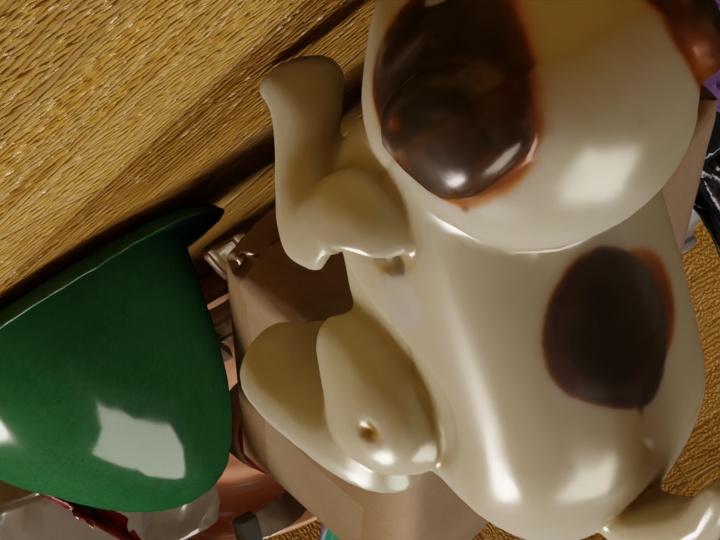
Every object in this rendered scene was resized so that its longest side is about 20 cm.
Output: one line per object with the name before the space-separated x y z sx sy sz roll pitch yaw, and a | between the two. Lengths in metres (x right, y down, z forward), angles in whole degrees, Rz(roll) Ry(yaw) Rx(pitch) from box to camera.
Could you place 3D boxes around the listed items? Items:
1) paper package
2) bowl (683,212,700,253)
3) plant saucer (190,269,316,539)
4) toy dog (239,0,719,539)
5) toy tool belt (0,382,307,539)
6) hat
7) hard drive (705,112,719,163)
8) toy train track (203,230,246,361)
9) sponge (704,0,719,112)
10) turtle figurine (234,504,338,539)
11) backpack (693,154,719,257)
paper package | 0.044 0.010 1.028 0.191 0.103 0.200 -43 160 -21
bowl | 0.132 -0.043 1.412 0.200 0.091 0.201 -18 -177 1
plant saucer | -0.050 0.060 1.302 0.199 0.038 0.201 -16 135 -16
toy dog | 0.044 -0.015 0.782 0.139 0.194 0.201 -19 138 -18
toy tool belt | -0.128 0.087 1.192 0.199 0.126 0.123 -25 -152 -24
hat | -0.075 0.089 0.991 0.165 0.177 0.200 -35 177 23
hard drive | 0.170 -0.112 1.182 0.199 0.033 0.140 -34 -149 -10
toy train track | 0.000 0.000 1.194 0.199 0.033 0.115 -30 149 13
sponge | 0.180 -0.089 1.002 0.112 0.199 0.030 134 -24 -66
turtle figurine | -0.043 0.070 1.451 0.149 0.201 0.101 -9 139 8
backpack | 0.245 -0.044 1.254 0.134 0.201 0.183 -9 -145 26
